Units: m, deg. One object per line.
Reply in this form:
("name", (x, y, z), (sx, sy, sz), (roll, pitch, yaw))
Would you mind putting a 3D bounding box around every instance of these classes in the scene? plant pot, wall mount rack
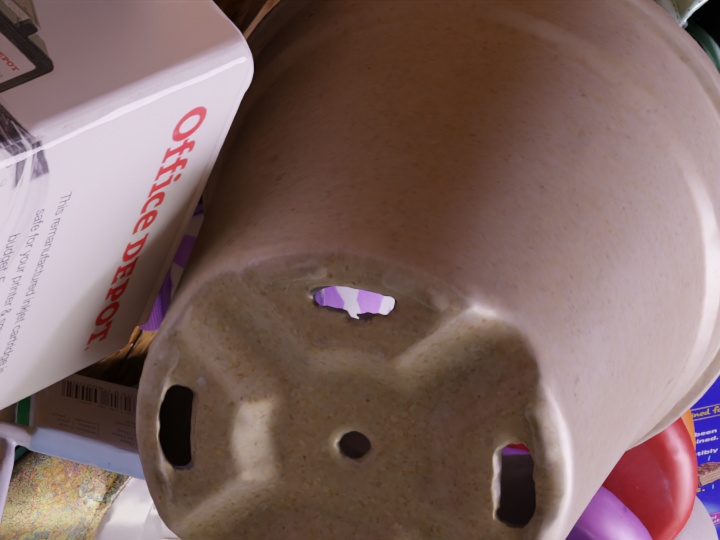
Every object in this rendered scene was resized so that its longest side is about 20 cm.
("plant pot", (0.019, 0.017, 0.869), (0.201, 0.200, 0.184), (-51, -176, 28))
("wall mount rack", (-0.073, 0.096, 0.936), (0.174, 0.199, 0.075), (-105, -150, -71))

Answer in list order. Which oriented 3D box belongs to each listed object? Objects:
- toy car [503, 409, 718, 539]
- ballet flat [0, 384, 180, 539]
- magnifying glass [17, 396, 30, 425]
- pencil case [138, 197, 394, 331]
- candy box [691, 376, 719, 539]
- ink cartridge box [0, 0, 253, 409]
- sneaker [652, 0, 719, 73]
("toy car", (0.072, 0.110, 1.138), (0.200, 0.175, 0.150), (-56, -172, -36))
("ballet flat", (-0.071, 0.075, 1.090), (0.071, 0.071, 0.200), (-53, 166, 32))
("magnifying glass", (-0.180, 0.087, 1.013), (0.080, 0.022, 0.200), (-52, 161, 27))
("pencil case", (0.000, 0.000, 1.081), (0.085, 0.085, 0.199), (-11, 179, 36))
("candy box", (0.117, 0.073, 1.345), (0.168, 0.077, 0.200), (-9, 148, -3))
("ink cartridge box", (-0.143, -0.011, 0.756), (0.199, 0.084, 0.146), (-27, 158, -36))
("sneaker", (0.071, -0.071, 0.999), (0.074, 0.118, 0.201), (-33, 161, -28))
